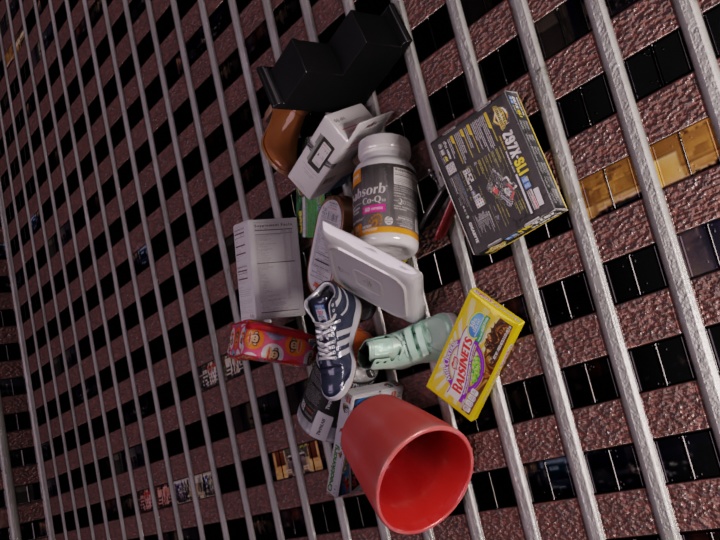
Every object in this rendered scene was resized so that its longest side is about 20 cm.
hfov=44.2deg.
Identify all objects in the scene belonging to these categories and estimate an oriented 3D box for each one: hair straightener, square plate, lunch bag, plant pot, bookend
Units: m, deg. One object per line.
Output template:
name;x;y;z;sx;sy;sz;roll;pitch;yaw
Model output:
hair straightener;0.140;-0.153;1.469;0.076;0.041;0.202;34;120;25
square plate;0.019;0.013;1.508;0.196;0.029;0.201;27;158;18
lunch bag;-0.169;0.154;1.787;0.200;0.173;0.083;170;112;-69
plant pot;0.065;0.315;1.512;0.177;0.198;0.204;34;119;53
bookend;-0.048;-0.380;1.572;0.199;0.198;0.093;-47;59;43

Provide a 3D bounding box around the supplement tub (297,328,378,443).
supplement tub;-0.039;0.213;1.670;0.123;0.121;0.202;44;126;39

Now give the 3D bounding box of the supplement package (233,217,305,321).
supplement package;-0.189;-0.002;1.832;0.109;0.112;0.204;170;95;-65

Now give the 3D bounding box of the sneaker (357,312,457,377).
sneaker;0.078;0.131;1.522;0.200;0.117;0.075;-34;66;45

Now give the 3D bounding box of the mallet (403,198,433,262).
mallet;0.081;-0.044;1.573;0.066;0.041;0.202;44;121;42

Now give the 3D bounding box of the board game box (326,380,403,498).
board game box;0.009;0.306;1.616;0.034;0.125;0.203;26;112;45

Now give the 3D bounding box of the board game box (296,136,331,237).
board game box;-0.095;-0.167;1.786;0.104;0.023;0.204;6;98;50

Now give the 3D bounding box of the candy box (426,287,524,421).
candy box;0.184;0.139;1.446;0.102;0.026;0.202;36;121;28

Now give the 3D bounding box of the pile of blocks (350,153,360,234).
pile of blocks;0.023;-0.129;1.628;0.062;0.081;0.204;56;-143;-83

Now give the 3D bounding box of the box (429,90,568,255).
box;0.208;-0.146;1.363;0.159;0.049;0.203;-31;73;35

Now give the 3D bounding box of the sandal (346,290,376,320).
sandal;0.000;-0.001;1.672;0.076;0.042;0.203;-48;47;41

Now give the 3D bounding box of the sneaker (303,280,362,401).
sneaker;-0.055;0.116;1.540;0.069;0.108;0.203;-8;59;29

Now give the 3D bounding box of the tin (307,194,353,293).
tin;-0.056;-0.044;1.695;0.112;0.041;0.204;25;106;61

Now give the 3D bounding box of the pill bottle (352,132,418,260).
pill bottle;0.042;-0.125;1.527;0.116;0.115;0.204;-23;61;49

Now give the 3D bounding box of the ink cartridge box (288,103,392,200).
ink cartridge box;-0.038;-0.232;1.626;0.068;0.116;0.201;47;130;10

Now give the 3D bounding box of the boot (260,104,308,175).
boot;-0.132;-0.303;1.758;0.155;0.073;0.203;-42;48;38
